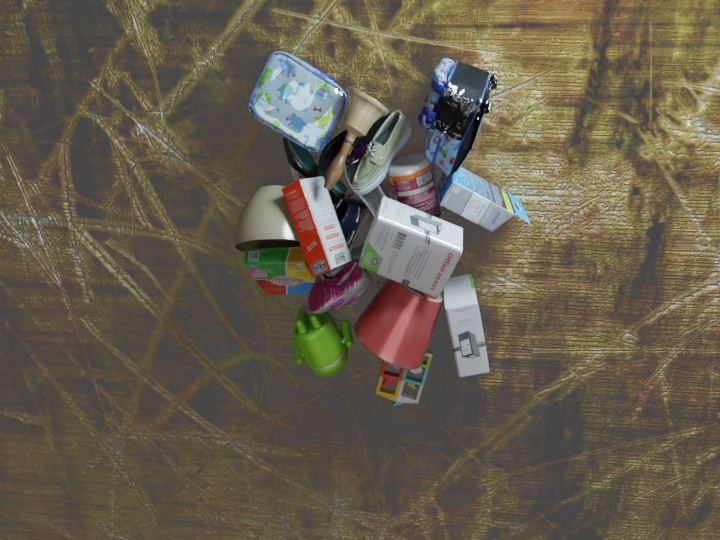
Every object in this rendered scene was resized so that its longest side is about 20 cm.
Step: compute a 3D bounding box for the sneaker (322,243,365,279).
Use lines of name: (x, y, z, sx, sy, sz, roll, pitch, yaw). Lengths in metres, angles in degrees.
sneaker: (0.000, 0.000, 1.461, 0.195, 0.071, 0.101, -19, 116, 21)

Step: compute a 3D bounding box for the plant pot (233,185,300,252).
plant pot: (-0.200, -0.121, 1.369, 0.193, 0.200, 0.140, -3, 82, 7)

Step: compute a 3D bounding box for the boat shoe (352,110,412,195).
boat shoe: (0.038, -0.262, 1.281, 0.203, 0.071, 0.062, -57, 140, -6)

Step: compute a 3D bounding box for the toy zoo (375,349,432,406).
toy zoo: (0.117, 0.297, 1.622, 0.127, 0.021, 0.206, 13, 117, 0)

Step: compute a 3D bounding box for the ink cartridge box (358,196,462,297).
ink cartridge box: (0.111, -0.050, 1.285, 0.194, 0.085, 0.148, 21, 131, -4)

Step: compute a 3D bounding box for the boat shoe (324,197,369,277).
boat shoe: (-0.057, -0.082, 1.384, 0.074, 0.092, 0.205, 32, 102, 31)

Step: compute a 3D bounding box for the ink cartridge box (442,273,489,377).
ink cartridge box: (0.262, 0.137, 1.455, 0.081, 0.147, 0.206, -10, 116, 10)

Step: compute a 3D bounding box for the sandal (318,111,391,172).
sandal: (-0.009, -0.281, 1.288, 0.198, 0.049, 0.075, -36, 147, 3)

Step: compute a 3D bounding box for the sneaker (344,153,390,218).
sneaker: (0.019, -0.192, 1.363, 0.071, 0.085, 0.205, -27, 89, 4)

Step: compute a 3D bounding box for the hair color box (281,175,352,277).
hair color box: (-0.096, -0.100, 1.297, 0.060, 0.101, 0.206, -19, 91, 31)

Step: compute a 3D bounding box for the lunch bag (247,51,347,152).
lunch bag: (-0.133, -0.369, 1.269, 0.196, 0.083, 0.164, 28, 104, -8)

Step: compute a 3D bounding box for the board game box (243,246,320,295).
board game box: (-0.186, 0.004, 1.430, 0.147, 0.042, 0.201, -2, 156, 7)

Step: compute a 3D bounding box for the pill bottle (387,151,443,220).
pill bottle: (0.132, -0.157, 1.341, 0.106, 0.110, 0.205, -11, 116, 11)

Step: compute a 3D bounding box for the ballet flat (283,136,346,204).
ballet flat: (-0.119, -0.225, 1.360, 0.199, 0.069, 0.068, 43, 122, -15)

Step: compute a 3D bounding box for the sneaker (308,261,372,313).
sneaker: (-0.046, 0.056, 1.410, 0.197, 0.084, 0.087, -26, 144, 34)

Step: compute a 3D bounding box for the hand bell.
hand bell: (-0.029, -0.266, 1.227, 0.102, 0.104, 0.205, 26, 95, -8)

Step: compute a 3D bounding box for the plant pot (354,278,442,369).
plant pot: (0.106, 0.112, 1.446, 0.196, 0.201, 0.181, 26, 107, -8)

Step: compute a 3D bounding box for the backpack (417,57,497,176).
backpack: (0.190, -0.315, 1.225, 0.131, 0.184, 0.204, 22, 130, 3)

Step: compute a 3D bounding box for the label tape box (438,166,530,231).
label tape box: (0.274, -0.154, 1.307, 0.196, 0.144, 0.067, 28, 117, -8)

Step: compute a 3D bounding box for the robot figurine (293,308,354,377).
robot figurine: (-0.103, 0.192, 1.539, 0.171, 0.117, 0.204, -21, 114, 10)
